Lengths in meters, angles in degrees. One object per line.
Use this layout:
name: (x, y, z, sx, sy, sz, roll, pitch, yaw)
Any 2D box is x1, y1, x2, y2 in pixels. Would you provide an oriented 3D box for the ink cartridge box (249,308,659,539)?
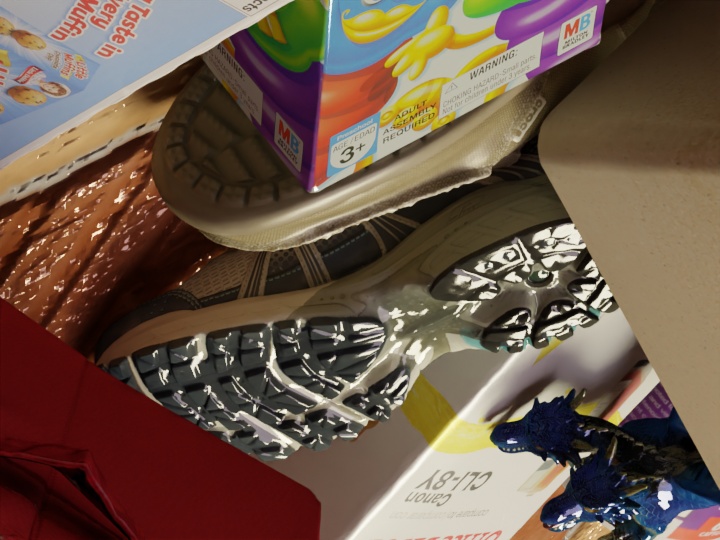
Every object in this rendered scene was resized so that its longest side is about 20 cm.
ink cartridge box: (0.054, 0.023, 1.071, 0.200, 0.083, 0.145, -48, 156, 19)

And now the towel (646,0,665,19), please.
towel: (0.205, -0.077, 1.013, 0.193, 0.035, 0.200, -42, 118, -12)

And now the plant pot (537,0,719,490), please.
plant pot: (0.214, -0.022, 0.891, 0.200, 0.177, 0.200, -44, 117, -27)

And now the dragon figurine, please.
dragon figurine: (0.143, 0.068, 1.050, 0.200, 0.059, 0.099, -9, 166, -13)

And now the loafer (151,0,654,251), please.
loafer: (0.023, -0.057, 0.892, 0.200, 0.076, 0.067, -29, 148, -21)

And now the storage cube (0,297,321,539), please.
storage cube: (-0.124, 0.112, 0.753, 0.200, 0.171, 0.180, -56, -172, 11)

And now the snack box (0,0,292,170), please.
snack box: (-0.071, -0.071, 0.655, 0.072, 0.024, 0.200, 30, 142, -33)

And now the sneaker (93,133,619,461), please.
sneaker: (0.000, 0.000, 0.962, 0.200, 0.086, 0.078, -19, 138, 11)

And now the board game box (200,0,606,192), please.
board game box: (0.005, -0.131, 0.699, 0.103, 0.105, 0.200, -29, 154, -20)

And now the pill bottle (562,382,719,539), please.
pill bottle: (0.167, 0.026, 1.177, 0.111, 0.111, 0.200, -19, 157, -38)
